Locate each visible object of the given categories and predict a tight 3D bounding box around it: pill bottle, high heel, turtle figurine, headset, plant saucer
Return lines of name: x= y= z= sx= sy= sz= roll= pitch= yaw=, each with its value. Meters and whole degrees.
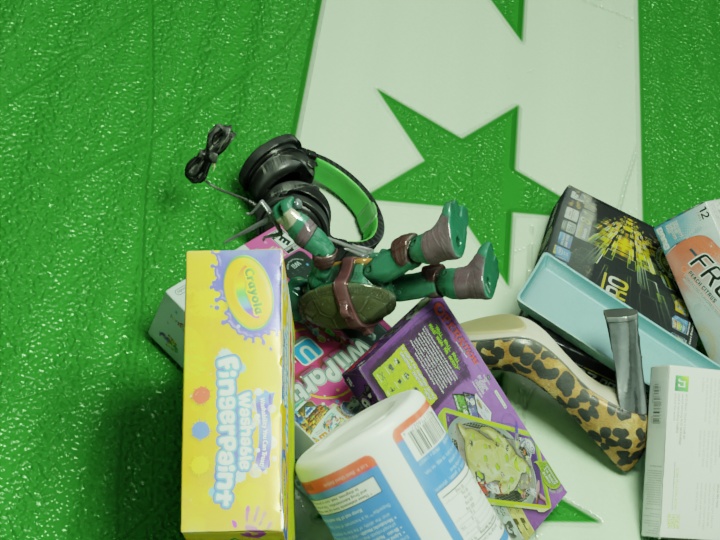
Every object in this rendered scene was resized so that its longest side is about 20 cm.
pill bottle: x=0.047 y=0.199 z=1.240 sx=0.112 sy=0.112 sz=0.201 roll=-33 pitch=95 yaw=-42
high heel: x=0.148 y=0.111 z=1.451 sx=0.198 sy=0.144 sz=0.071 roll=-4 pitch=14 yaw=13
turtle figurine: x=0.000 y=0.000 z=1.334 sx=0.150 sy=0.199 sz=0.102 roll=27 pitch=59 yaw=-61
headset: x=-0.060 y=-0.074 z=1.478 sx=0.199 sy=0.094 sz=0.124 roll=12 pitch=40 yaw=-33
plant saucer: x=0.230 y=0.062 z=1.485 sx=0.199 sy=0.019 sz=0.070 roll=33 pitch=48 yaw=5

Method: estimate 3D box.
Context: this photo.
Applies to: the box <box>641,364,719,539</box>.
box: x=0.335 y=0.161 z=1.443 sx=0.198 sy=0.036 sz=0.146 roll=7 pitch=84 yaw=-19

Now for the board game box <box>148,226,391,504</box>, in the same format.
board game box: x=-0.050 y=0.071 z=1.378 sx=0.200 sy=0.064 sz=0.147 roll=44 pitch=46 yaw=14

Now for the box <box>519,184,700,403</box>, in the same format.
box: x=0.234 y=0.030 z=1.558 sx=0.160 sy=0.049 sz=0.201 roll=25 pitch=46 yaw=-1

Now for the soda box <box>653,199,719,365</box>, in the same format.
soda box: x=0.344 y=0.035 z=1.541 sx=0.068 sy=0.063 sz=0.201 roll=-10 pitch=75 yaw=-50

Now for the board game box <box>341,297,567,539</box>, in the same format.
board game box: x=0.078 y=0.131 z=1.347 sx=0.120 sy=0.032 sz=0.201 roll=-39 pitch=100 yaw=-38

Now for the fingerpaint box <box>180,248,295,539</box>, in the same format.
fingerpaint box: x=-0.085 y=0.108 z=1.207 sx=0.073 sy=0.167 sz=0.202 roll=-1 pitch=69 yaw=0
